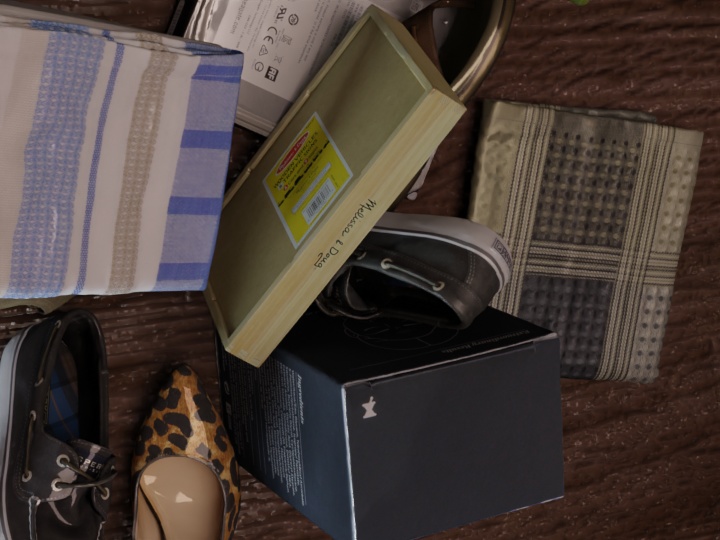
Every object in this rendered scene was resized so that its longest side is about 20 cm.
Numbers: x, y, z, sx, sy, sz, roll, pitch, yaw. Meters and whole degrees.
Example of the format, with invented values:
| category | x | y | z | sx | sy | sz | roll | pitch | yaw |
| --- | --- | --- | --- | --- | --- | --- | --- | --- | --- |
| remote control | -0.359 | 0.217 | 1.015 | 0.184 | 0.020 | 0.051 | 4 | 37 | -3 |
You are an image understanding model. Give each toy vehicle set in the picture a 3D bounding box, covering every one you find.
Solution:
| category | x | y | z | sx | sy | sz | roll | pitch | yaw |
| --- | --- | --- | --- | --- | --- | --- | --- | --- | --- |
| toy vehicle set | -0.027 | -0.053 | 0.973 | 0.026 | 0.124 | 0.200 | 29 | 109 | -31 |

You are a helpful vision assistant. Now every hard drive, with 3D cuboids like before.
| category | x | y | z | sx | sy | sz | roll | pitch | yaw |
| --- | --- | --- | --- | --- | --- | --- | --- | --- | --- |
| hard drive | -0.024 | -0.143 | 1.042 | 0.199 | 0.038 | 0.140 | 23 | 91 | -30 |

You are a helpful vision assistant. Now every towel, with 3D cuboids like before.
| category | x | y | z | sx | sy | sz | roll | pitch | yaw |
| --- | --- | --- | --- | --- | --- | --- | --- | --- | --- |
| towel | -0.145 | -0.056 | 0.855 | 0.199 | 0.024 | 0.148 | 0 | 104 | -47 |
| towel | 0.152 | -0.021 | 1.170 | 0.191 | 0.035 | 0.201 | 6 | 101 | -25 |

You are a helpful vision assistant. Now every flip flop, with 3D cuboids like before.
| category | x | y | z | sx | sy | sz | roll | pitch | yaw |
| --- | --- | --- | --- | --- | --- | --- | --- | --- | --- |
| flip flop | 0.035 | -0.122 | 1.021 | 0.057 | 0.081 | 0.201 | 33 | 91 | -15 |

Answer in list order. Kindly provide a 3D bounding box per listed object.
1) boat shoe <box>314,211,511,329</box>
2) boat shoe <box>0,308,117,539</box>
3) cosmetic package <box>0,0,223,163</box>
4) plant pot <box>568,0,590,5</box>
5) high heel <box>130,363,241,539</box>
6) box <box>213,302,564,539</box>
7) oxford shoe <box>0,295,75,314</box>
| category | x | y | z | sx | sy | sz | roll | pitch | yaw |
| --- | --- | --- | --- | --- | --- | --- | --- | --- | --- |
| boat shoe | 0.000 | 0.000 | 0.992 | 0.057 | 0.199 | 0.069 | -57 | 130 | -30 |
| boat shoe | -0.170 | 0.111 | 0.942 | 0.070 | 0.066 | 0.201 | 28 | 43 | -38 |
| cosmetic package | -0.187 | -0.106 | 0.892 | 0.199 | 0.112 | 0.082 | 5 | 99 | -46 |
| plant pot | 0.078 | -0.254 | 0.935 | 0.192 | 0.200 | 0.201 | 28 | 87 | 2 |
| high heel | -0.114 | 0.169 | 1.001 | 0.071 | 0.143 | 0.201 | 2 | 103 | -1 |
| box | 0.014 | 0.081 | 1.018 | 0.148 | 0.200 | 0.108 | -11 | 106 | -25 |
| oxford shoe | -0.175 | -0.017 | 0.945 | 0.200 | 0.070 | 0.075 | -8 | 128 | -60 |
